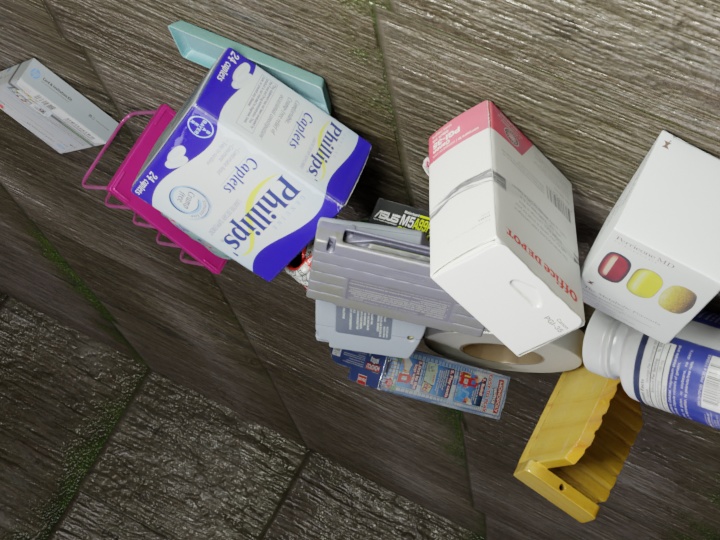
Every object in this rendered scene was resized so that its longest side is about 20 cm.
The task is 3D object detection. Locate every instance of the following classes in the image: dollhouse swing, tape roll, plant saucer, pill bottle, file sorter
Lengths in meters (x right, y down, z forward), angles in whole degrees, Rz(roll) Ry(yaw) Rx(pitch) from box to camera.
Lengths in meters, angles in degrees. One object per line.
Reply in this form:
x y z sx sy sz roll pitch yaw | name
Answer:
0.315 0.200 1.734 0.182 0.200 0.176 36 162 -20 | dollhouse swing
0.179 0.087 1.727 0.202 0.037 0.203 8 165 2 | tape roll
-0.121 -0.227 1.540 0.200 0.019 0.070 23 162 17 | plant saucer
0.353 0.098 1.516 0.200 0.120 0.120 19 160 34 | pill bottle
-0.260 -0.112 1.896 0.200 0.139 0.125 40 162 -31 | file sorter

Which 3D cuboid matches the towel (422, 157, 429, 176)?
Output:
0.151 -0.036 1.488 0.200 0.030 0.146 37 -160 -22 | towel

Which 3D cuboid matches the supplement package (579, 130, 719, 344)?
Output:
0.284 -0.026 1.289 0.113 0.110 0.200 27 163 7 | supplement package

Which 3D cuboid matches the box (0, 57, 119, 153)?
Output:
-0.460 -0.238 2.029 0.156 0.041 0.200 38 160 -25 | box

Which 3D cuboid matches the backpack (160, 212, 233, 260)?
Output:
-0.170 -0.104 1.771 0.177 0.151 0.200 11 150 50 | backpack

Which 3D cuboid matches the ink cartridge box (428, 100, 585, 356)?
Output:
0.138 -0.041 1.323 0.083 0.200 0.146 -30 126 29 | ink cartridge box

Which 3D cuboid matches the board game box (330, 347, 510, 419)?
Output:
0.081 0.137 1.796 0.199 0.062 0.200 17 177 -21 | board game box

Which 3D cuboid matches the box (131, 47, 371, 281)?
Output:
-0.124 -0.114 1.551 0.200 0.105 0.184 33 139 -13 | box

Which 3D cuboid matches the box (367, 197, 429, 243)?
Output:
0.127 -0.014 1.603 0.200 0.044 0.160 28 175 -38 | box

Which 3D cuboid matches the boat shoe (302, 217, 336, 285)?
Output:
-0.065 -0.058 1.709 0.067 0.074 0.201 1 122 -11 | boat shoe

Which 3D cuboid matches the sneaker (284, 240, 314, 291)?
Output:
-0.001 0.001 1.614 0.201 0.067 0.108 0 150 41 | sneaker

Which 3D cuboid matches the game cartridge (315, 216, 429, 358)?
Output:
0.016 0.022 1.546 0.133 0.042 0.200 5 139 2 | game cartridge

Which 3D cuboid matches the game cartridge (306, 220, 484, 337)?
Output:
0.045 0.010 1.460 0.199 0.039 0.130 13 154 0 | game cartridge

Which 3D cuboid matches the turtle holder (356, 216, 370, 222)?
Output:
0.028 -0.005 1.778 0.132 0.141 0.186 50 -162 -14 | turtle holder
